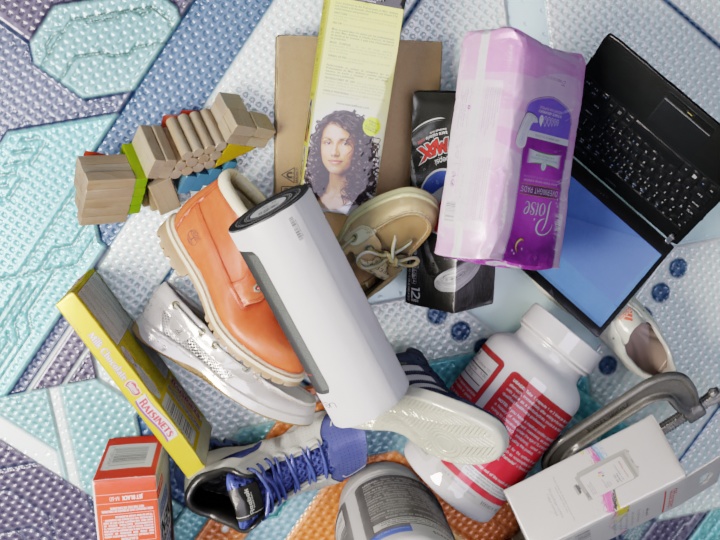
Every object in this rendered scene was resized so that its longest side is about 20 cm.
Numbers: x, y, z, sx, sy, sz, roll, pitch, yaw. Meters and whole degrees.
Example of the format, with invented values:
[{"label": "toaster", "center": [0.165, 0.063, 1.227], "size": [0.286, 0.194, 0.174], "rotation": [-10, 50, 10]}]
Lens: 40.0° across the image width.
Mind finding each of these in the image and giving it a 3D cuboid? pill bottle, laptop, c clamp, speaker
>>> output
[{"label": "pill bottle", "center": [0.034, 0.263, 0.938], "size": [0.111, 0.200, 0.116], "rotation": [-1, 101, -6]}, {"label": "pill bottle", "center": [0.143, 0.136, 0.974], "size": [0.112, 0.112, 0.201], "rotation": [37, 94, -12]}, {"label": "laptop", "center": [0.228, -0.076, 0.920], "size": [0.177, 0.201, 0.103], "rotation": [42, 49, 8]}, {"label": "c clamp", "center": [0.283, 0.169, 1.009], "size": [0.198, 0.027, 0.171], "rotation": [-32, 141, 9]}, {"label": "speaker", "center": [-0.033, 0.033, 0.853], "size": [0.080, 0.081, 0.202], "rotation": [-28, 106, -1]}]

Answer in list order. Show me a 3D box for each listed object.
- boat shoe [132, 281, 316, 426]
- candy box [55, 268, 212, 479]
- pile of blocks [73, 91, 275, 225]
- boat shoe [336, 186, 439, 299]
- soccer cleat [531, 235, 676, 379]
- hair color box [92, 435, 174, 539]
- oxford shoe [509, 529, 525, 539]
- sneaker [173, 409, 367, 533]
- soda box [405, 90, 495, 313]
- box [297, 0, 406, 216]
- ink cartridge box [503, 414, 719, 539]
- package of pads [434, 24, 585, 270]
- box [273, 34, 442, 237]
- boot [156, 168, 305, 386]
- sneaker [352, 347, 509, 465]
[{"label": "boat shoe", "center": [-0.119, 0.079, 0.951], "size": [0.198, 0.071, 0.070], "rotation": [31, 95, -10]}, {"label": "candy box", "center": [-0.208, 0.094, 0.927], "size": [0.026, 0.102, 0.201], "rotation": [-34, 102, 0]}, {"label": "pile of blocks", "center": [-0.179, -0.108, 0.924], "size": [0.197, 0.083, 0.063], "rotation": [-23, 59, -12]}, {"label": "boat shoe", "center": [0.000, 0.000, 0.913], "size": [0.073, 0.063, 0.200], "rotation": [27, 129, -29]}, {"label": "soccer cleat", "center": [0.244, 0.034, 0.985], "size": [0.200, 0.078, 0.069], "rotation": [43, 93, -12]}, {"label": "hair color box", "center": [-0.213, 0.275, 0.956], "size": [0.063, 0.111, 0.204], "rotation": [-2, 101, -6]}, {"label": "oxford shoe", "center": [0.141, 0.324, 1.030], "size": [0.073, 0.071, 0.202], "rotation": [32, 95, -9]}, {"label": "sneaker", "center": [-0.085, 0.203, 0.956], "size": [0.196, 0.115, 0.082], "rotation": [-12, 103, -5]}, {"label": "soda box", "center": [0.089, -0.067, 0.935], "size": [0.070, 0.063, 0.204], "rotation": [-10, 105, -47]}, {"label": "box", "center": [-0.011, -0.154, 0.910], "size": [0.074, 0.050, 0.204], "rotation": [6, 99, -9]}, {"label": "ink cartridge box", "center": [0.244, 0.208, 0.950], "size": [0.197, 0.117, 0.068], "rotation": [-26, 62, 2]}, {"label": "package of pads", "center": [0.134, -0.104, 0.874], "size": [0.119, 0.075, 0.204], "rotation": [4, 95, -45]}, {"label": "box", "center": [-0.003, -0.121, 0.954], "size": [0.160, 0.021, 0.204], "rotation": [0, 100, -8]}, {"label": "boot", "center": [-0.096, 0.006, 0.898], "size": [0.107, 0.075, 0.201], "rotation": [-40, 80, 22]}, {"label": "sneaker", "center": [0.061, 0.117, 0.933], "size": [0.084, 0.198, 0.076], "rotation": [-42, 134, -39]}]
